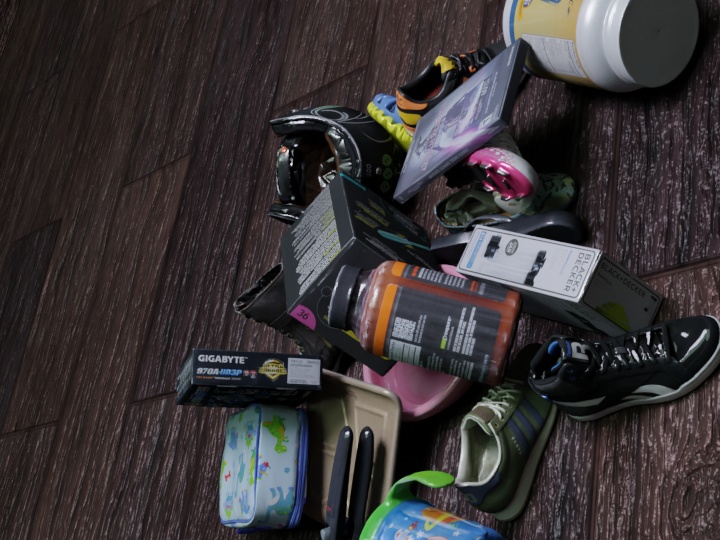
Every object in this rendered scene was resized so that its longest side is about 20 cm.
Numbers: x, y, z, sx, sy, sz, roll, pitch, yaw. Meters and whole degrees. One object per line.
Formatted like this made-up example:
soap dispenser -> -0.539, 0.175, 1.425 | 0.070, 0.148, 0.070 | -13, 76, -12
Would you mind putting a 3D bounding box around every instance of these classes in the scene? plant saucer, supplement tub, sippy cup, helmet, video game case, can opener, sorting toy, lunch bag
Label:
plant saucer -> 0.087, 0.093, 1.423 | 0.200, 0.051, 0.201 | -32, 45, 37
supplement tub -> 0.278, -0.287, 1.351 | 0.200, 0.144, 0.145 | 25, 88, 55
sippy cup -> 0.086, 0.311, 1.211 | 0.130, 0.178, 0.140 | 0, 43, 46
helmet -> -0.042, -0.139, 1.621 | 0.199, 0.191, 0.201 | 1, 93, 18
video game case -> 0.119, -0.177, 1.382 | 0.200, 0.019, 0.143 | -34, 29, 46
can opener -> -0.017, 0.278, 1.350 | 0.079, 0.063, 0.201 | 19, 108, 53
sorting toy -> -0.010, 0.229, 1.426 | 0.185, 0.036, 0.201 | 10, 99, 54
supplement tub -> 0.069, 0.051, 1.251 | 0.107, 0.199, 0.107 | 15, -90, -82
lunch bag -> -0.127, 0.260, 1.503 | 0.200, 0.082, 0.161 | 145, 131, -66

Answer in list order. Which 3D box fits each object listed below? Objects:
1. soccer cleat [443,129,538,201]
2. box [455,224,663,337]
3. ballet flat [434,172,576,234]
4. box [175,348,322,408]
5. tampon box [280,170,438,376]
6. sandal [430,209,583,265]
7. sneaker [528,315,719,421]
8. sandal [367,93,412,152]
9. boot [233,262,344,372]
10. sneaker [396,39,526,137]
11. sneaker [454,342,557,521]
soccer cleat -> 0.157, -0.137, 1.362 | 0.086, 0.070, 0.200 | -46, 25, -11
box -> 0.212, 0.013, 1.259 | 0.200, 0.117, 0.060 | 16, 78, 54
ballet flat -> 0.169, -0.083, 1.421 | 0.200, 0.074, 0.074 | -19, 54, 44
box -> -0.144, 0.140, 1.455 | 0.200, 0.158, 0.046 | 135, 138, -71
tampon box -> 0.000, 0.000, 1.404 | 0.126, 0.150, 0.200 | -48, 22, 18
sandal -> 0.176, -0.042, 1.387 | 0.200, 0.076, 0.043 | -11, 59, 36
sneaker -> 0.256, 0.090, 1.156 | 0.200, 0.112, 0.073 | -33, 45, 35
sandal -> 0.083, -0.208, 1.617 | 0.087, 0.079, 0.200 | -48, 40, -2
boot -> -0.092, 0.074, 1.542 | 0.200, 0.174, 0.069 | -50, 29, 30
sneaker -> 0.135, -0.253, 1.508 | 0.200, 0.090, 0.070 | -33, 55, -2
sneaker -> 0.155, 0.164, 1.255 | 0.067, 0.090, 0.201 | -3, 65, 52
